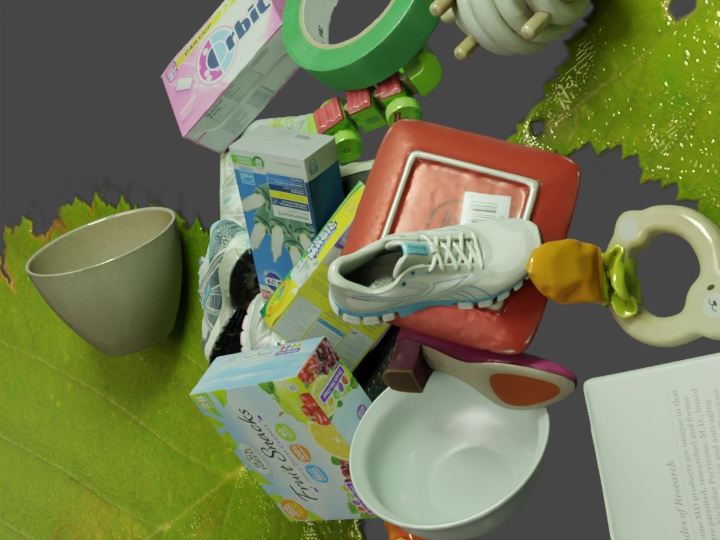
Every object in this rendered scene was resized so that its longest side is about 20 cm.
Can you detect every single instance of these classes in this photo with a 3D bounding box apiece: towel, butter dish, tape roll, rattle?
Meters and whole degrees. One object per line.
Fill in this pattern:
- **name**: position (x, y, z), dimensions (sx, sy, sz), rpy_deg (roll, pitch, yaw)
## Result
- **towel**: position (-0.094, -0.096, 1.371), dimensions (0.199, 0.048, 0.173), rpy_deg (2, 91, 43)
- **butter dish**: position (0.099, -0.019, 1.127), dimensions (0.198, 0.148, 0.201), rpy_deg (15, 76, 15)
- **tape roll**: position (0.005, -0.291, 1.237), dimensions (0.199, 0.048, 0.202), rpy_deg (-20, 57, 33)
- **rattle**: position (0.266, 0.007, 0.972), dimensions (0.200, 0.143, 0.131), rpy_deg (29, 90, 46)

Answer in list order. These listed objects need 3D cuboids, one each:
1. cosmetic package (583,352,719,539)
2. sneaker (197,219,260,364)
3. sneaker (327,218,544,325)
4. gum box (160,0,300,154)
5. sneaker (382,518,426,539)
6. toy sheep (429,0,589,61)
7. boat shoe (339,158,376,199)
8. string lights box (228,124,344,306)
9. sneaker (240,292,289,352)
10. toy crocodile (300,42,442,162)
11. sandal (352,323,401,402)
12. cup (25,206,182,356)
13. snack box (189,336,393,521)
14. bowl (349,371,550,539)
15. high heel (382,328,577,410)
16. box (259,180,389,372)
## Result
- **cosmetic package**: position (0.311, 0.144, 0.903), dimensions (0.199, 0.164, 0.166), rpy_deg (-18, 77, 42)
- **sneaker**: position (-0.158, 0.025, 1.391), dimensions (0.086, 0.077, 0.201), rpy_deg (46, 134, 33)
- **sneaker**: position (0.064, -0.005, 1.006), dimensions (0.198, 0.087, 0.075), rpy_deg (-17, 69, 3)
- **gum box**: position (-0.150, -0.245, 1.381), dimensions (0.200, 0.066, 0.114), rpy_deg (-44, 50, 24)
- **sneaker**: position (0.065, 0.317, 1.191), dimensions (0.073, 0.077, 0.201), rpy_deg (-43, 58, 35)
- **toy sheep**: position (0.143, -0.265, 1.096), dimensions (0.199, 0.137, 0.139), rpy_deg (-1, 88, 48)
- **boat shoe**: position (0.031, -0.090, 1.237), dimensions (0.199, 0.072, 0.068), rpy_deg (-9, 98, 30)
- **string lights box**: position (-0.067, -0.048, 1.243), dimensions (0.102, 0.059, 0.201), rpy_deg (12, 126, 33)
- **sneaker**: position (-0.074, 0.118, 1.332), dimensions (0.088, 0.081, 0.202), rpy_deg (-14, 88, 41)
- **toy crocodile**: position (0.003, -0.173, 1.245), dimensions (0.199, 0.062, 0.068), rpy_deg (-27, 50, 22)
- **sandal**: position (0.035, 0.109, 1.254), dimensions (0.075, 0.045, 0.200), rpy_deg (45, 104, 28)
- **cup**: position (-0.312, 0.024, 1.495), dimensions (0.199, 0.200, 0.144), rpy_deg (4, 119, 43)
- **snack box**: position (-0.057, 0.172, 1.217), dimensions (0.168, 0.068, 0.201), rpy_deg (-12, 120, 41)
- **bowl**: position (0.097, 0.189, 1.127), dimensions (0.200, 0.091, 0.202), rpy_deg (-16, 40, 14)
- **high heel**: position (0.121, 0.076, 1.117), dimensions (0.199, 0.096, 0.068), rpy_deg (5, 134, 27)
- **box**: position (0.000, 0.000, 1.200), dimensions (0.200, 0.117, 0.048), rpy_deg (-51, 32, 6)
